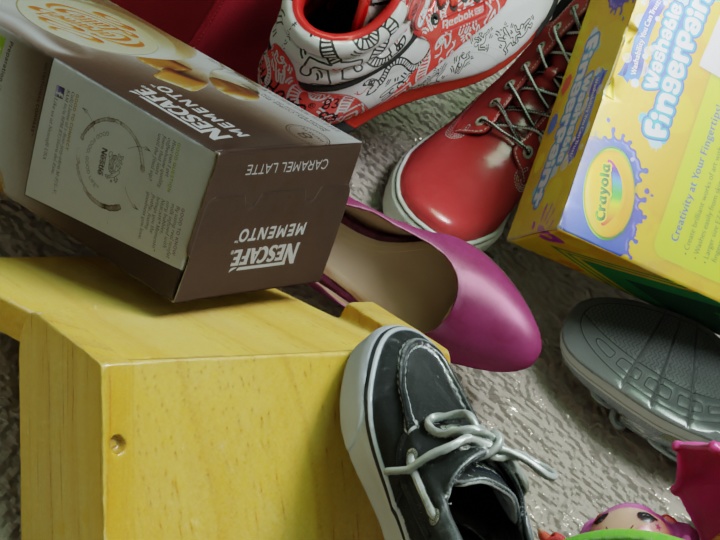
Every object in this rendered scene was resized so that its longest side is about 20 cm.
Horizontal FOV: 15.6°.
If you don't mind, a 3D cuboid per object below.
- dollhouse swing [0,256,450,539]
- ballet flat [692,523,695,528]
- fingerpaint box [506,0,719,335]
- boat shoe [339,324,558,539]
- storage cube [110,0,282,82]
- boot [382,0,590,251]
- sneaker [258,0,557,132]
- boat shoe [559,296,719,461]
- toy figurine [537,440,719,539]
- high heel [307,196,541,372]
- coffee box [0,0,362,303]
[{"bbox_3d":[-0.088,0.085,1.246,0.200,0.176,0.182,-2,92,-41],"label":"dollhouse swing"},{"bbox_3d":[0.198,0.169,1.362,0.067,0.064,0.200,35,36,-1],"label":"ballet flat"},{"bbox_3d":[0.195,-0.079,1.459,0.167,0.073,0.200,23,78,-17],"label":"fingerpaint box"},{"bbox_3d":[0.043,0.097,1.144,0.073,0.068,0.200,20,42,-29],"label":"boat shoe"},{"bbox_3d":[-0.063,-0.213,1.471,0.200,0.180,0.171,-14,59,-48],"label":"storage cube"},{"bbox_3d":[0.093,-0.094,1.498,0.072,0.144,0.200,39,37,3],"label":"boot"},{"bbox_3d":[0.036,-0.146,1.415,0.201,0.108,0.067,-29,69,-23],"label":"sneaker"},{"bbox_3d":[0.195,0.086,1.463,0.202,0.065,0.075,27,50,-4],"label":"boat shoe"},{"bbox_3d":[0.136,0.153,1.252,0.184,0.200,0.150,-46,124,-59],"label":"toy figurine"},{"bbox_3d":[0.000,0.000,1.371,0.200,0.068,0.096,28,13,11],"label":"high heel"},{"bbox_3d":[-0.114,-0.067,1.287,0.200,0.080,0.114,31,23,32],"label":"coffee box"}]
